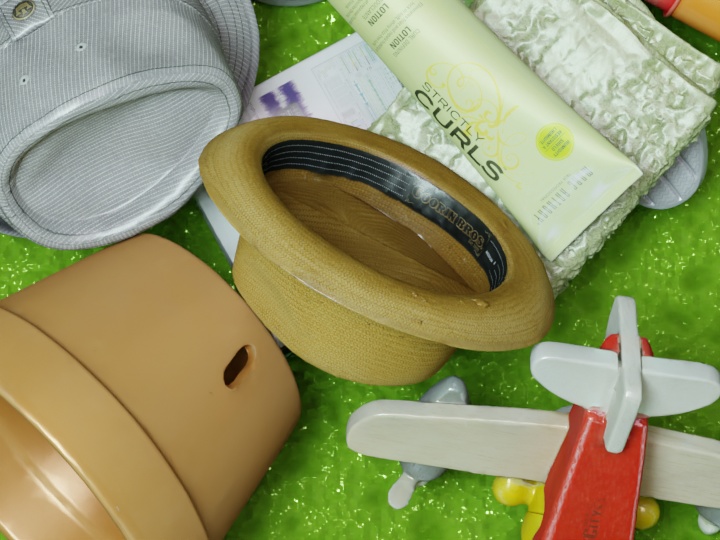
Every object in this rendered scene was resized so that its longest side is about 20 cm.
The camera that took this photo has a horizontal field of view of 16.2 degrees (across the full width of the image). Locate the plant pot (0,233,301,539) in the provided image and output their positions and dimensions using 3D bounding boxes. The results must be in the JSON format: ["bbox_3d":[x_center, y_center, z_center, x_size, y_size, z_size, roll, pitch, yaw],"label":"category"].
[{"bbox_3d":[-0.127,0.074,1.342,0.200,0.200,0.140,43,67,10],"label":"plant pot"}]

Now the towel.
[{"bbox_3d":[0.090,-0.071,1.382,0.148,0.036,0.200,39,96,7],"label":"towel"}]

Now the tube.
[{"bbox_3d":[0.058,-0.101,1.343,0.052,0.058,0.200,-42,87,-16],"label":"tube"}]

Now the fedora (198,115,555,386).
[{"bbox_3d":[0.000,0.000,1.304,0.200,0.201,0.082,32,118,8],"label":"fedora"}]

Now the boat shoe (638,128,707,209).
[{"bbox_3d":[0.134,-0.128,1.427,0.072,0.071,0.200,-32,91,14],"label":"boat shoe"}]

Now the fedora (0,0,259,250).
[{"bbox_3d":[-0.132,-0.082,1.337,0.200,0.177,0.090,-25,40,-9],"label":"fedora"}]

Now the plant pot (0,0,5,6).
[{"bbox_3d":[-0.211,-0.155,1.404,0.199,0.186,0.187,4,78,-10],"label":"plant pot"}]

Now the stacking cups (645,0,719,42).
[{"bbox_3d":[0.235,-0.140,1.414,0.200,0.061,0.061,29,80,-3],"label":"stacking cups"}]

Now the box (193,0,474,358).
[{"bbox_3d":[0.008,-0.059,1.437,0.200,0.036,0.145,-28,79,-3],"label":"box"}]

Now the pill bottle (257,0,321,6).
[{"bbox_3d":[-0.044,-0.227,1.389,0.112,0.200,0.113,-1,78,2],"label":"pill bottle"}]

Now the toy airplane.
[{"bbox_3d":[0.120,0.102,1.343,0.199,0.141,0.200,-34,108,12],"label":"toy airplane"}]
